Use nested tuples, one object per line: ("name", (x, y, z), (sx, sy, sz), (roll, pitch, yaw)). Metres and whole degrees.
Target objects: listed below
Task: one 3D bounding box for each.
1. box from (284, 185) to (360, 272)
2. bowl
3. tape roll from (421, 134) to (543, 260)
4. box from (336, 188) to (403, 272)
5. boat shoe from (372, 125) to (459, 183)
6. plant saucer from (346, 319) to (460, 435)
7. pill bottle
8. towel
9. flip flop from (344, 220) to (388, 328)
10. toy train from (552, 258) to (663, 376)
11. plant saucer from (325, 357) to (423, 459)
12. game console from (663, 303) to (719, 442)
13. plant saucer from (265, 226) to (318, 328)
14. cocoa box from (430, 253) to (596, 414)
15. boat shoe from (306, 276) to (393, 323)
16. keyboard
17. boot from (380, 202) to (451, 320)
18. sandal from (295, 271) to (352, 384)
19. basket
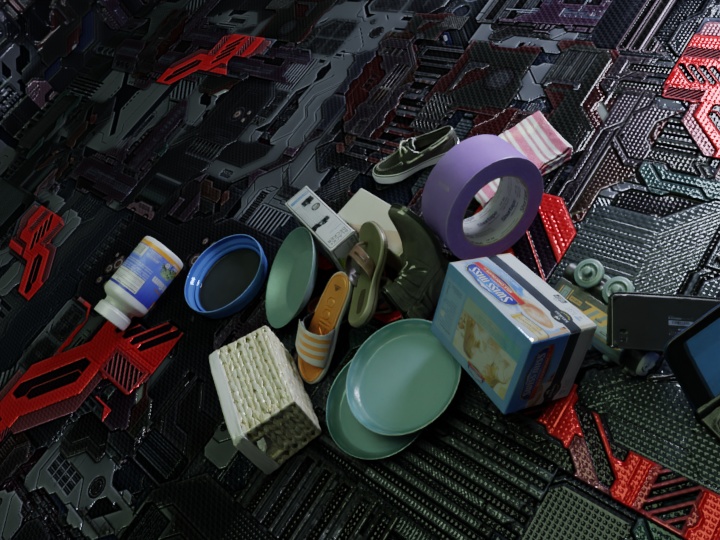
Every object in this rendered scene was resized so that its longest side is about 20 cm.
("box", (-0.062, -0.070, 1.305), (0.060, 0.117, 0.200), (-39, 47, -7))
("bowl", (-0.290, 0.014, 1.428), (0.197, 0.040, 0.204), (-16, 49, 19))
("tape roll", (0.208, -0.122, 1.127), (0.199, 0.201, 0.085), (-37, 46, -1))
("box", (0.052, -0.069, 1.254), (0.078, 0.095, 0.199), (-46, 45, -9))
("boat shoe", (0.109, -0.247, 1.377), (0.197, 0.064, 0.072), (-21, 47, 15))
("plant saucer", (0.070, 0.172, 1.056), (0.197, 0.028, 0.203), (-17, 49, 20))
("pill bottle", (-0.504, 0.033, 1.491), (0.111, 0.112, 0.202), (21, 69, 39))
("towel", (0.291, -0.218, 1.272), (0.198, 0.030, 0.148), (-30, 45, 7))
("flip flop", (0.000, 0.000, 1.150), (0.081, 0.057, 0.204), (-28, 45, 55))
("toy train", (0.367, 0.069, 0.976), (0.115, 0.085, 0.200), (-53, 49, 3))
("plant saucer", (0.035, 0.217, 1.089), (0.197, 0.028, 0.203), (-16, 50, 20))
("game console", (0.513, 0.124, 0.815), (0.199, 0.119, 0.171), (-36, 45, 2))
("plant saucer", (-0.127, 0.018, 1.291), (0.200, 0.038, 0.205), (-38, 43, 46))
("cocoa box", (0.217, 0.086, 0.976), (0.129, 0.135, 0.200), (-7, 37, -29))
("boat shoe", (-0.020, 0.053, 1.224), (0.196, 0.063, 0.072), (-10, 53, 25))
("keyboard", (0.429, 0.097, 0.889), (0.195, 0.021, 0.130), (4, 81, -3))
("boot", (0.081, -0.002, 1.120), (0.130, 0.201, 0.068), (-42, 20, -13))
("sandal", (-0.079, 0.098, 1.180), (0.078, 0.059, 0.211), (22, 95, 39))
("basket", (-0.163, 0.217, 1.134), (0.122, 0.136, 0.201), (-30, 46, 0))
